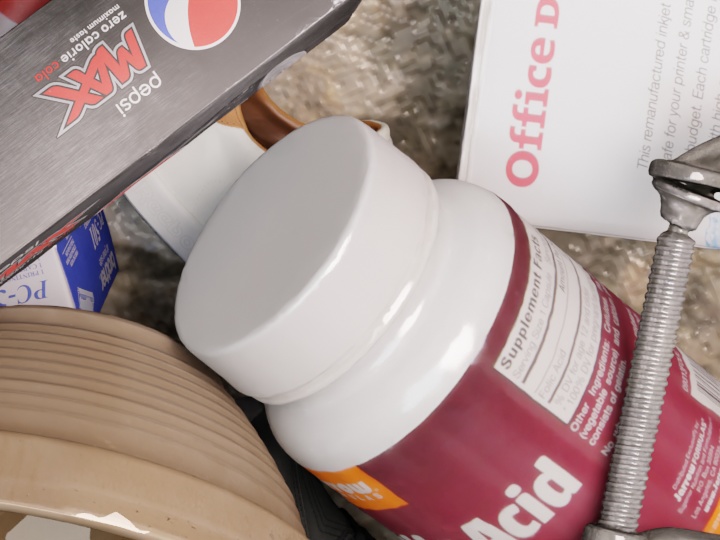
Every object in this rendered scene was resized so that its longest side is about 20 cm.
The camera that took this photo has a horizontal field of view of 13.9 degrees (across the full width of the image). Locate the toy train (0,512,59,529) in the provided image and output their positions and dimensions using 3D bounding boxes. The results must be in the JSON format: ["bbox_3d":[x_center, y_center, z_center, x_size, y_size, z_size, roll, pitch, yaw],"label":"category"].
[{"bbox_3d":[-0.173,0.107,1.124,0.199,0.085,0.114,-28,121,11],"label":"toy train"}]

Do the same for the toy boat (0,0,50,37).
[{"bbox_3d":[-0.153,-0.127,1.037,0.130,0.131,0.200,32,106,-6],"label":"toy boat"}]

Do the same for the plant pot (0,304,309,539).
[{"bbox_3d":[-0.103,0.073,1.008,0.200,0.201,0.093,8,66,1],"label":"plant pot"}]

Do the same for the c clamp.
[{"bbox_3d":[0.115,0.041,0.985,0.170,0.027,0.201,18,86,-30],"label":"c clamp"}]

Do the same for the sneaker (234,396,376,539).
[{"bbox_3d":[-0.002,0.132,1.147,0.079,0.075,0.201,-20,113,-2],"label":"sneaker"}]

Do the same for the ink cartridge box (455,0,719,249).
[{"bbox_3d":[0.141,-0.086,1.055,0.199,0.086,0.148,8,108,1],"label":"ink cartridge box"}]

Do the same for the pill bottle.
[{"bbox_3d":[0.039,0.041,1.022,0.200,0.114,0.114,38,106,-27],"label":"pill bottle"}]

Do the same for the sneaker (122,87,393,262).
[{"bbox_3d":[0.000,0.000,1.095,0.085,0.073,0.200,-42,99,18],"label":"sneaker"}]

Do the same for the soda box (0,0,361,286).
[{"bbox_3d":[-0.090,-0.063,1.022,0.200,0.071,0.063,-38,89,-16],"label":"soda box"}]

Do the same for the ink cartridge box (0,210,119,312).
[{"bbox_3d":[-0.196,0.017,1.103,0.199,0.094,0.044,-13,106,8],"label":"ink cartridge box"}]
